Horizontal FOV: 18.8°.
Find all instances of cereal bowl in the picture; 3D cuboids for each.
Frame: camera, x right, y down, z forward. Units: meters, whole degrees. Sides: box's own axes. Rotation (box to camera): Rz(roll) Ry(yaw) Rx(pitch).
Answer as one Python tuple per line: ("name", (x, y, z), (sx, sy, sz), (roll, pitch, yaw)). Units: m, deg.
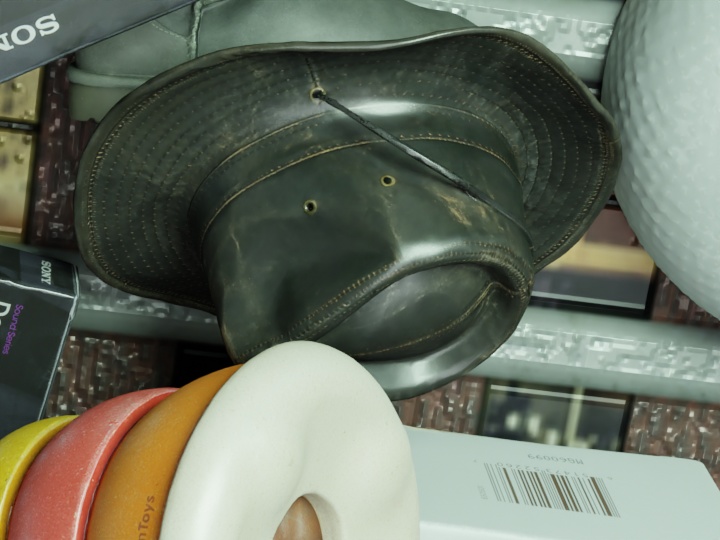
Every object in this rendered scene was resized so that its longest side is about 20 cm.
("cereal bowl", (0.195, -0.056, 0.810), (0.199, 0.083, 0.201), (-2, 107, -6))

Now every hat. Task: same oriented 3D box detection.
("hat", (0.000, 0.000, 0.767), (0.200, 0.081, 0.201), (-6, 148, -4))

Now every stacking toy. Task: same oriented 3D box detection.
("stacking toy", (-0.091, 0.091, 0.749), (0.199, 0.146, 0.147), (4, 112, 31))

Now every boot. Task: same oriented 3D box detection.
("boot", (-0.031, -0.153, 0.772), (0.181, 0.073, 0.201), (-1, 101, -7))

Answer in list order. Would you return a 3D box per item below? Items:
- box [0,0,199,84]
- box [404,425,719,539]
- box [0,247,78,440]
("box", (-0.097, -0.167, 0.639), (0.142, 0.036, 0.201), (-22, 112, 5))
("box", (0.056, 0.177, 0.859), (0.152, 0.106, 0.201), (9, 107, -9))
("box", (-0.219, 0.042, 0.808), (0.199, 0.036, 0.143), (15, 112, -12))
